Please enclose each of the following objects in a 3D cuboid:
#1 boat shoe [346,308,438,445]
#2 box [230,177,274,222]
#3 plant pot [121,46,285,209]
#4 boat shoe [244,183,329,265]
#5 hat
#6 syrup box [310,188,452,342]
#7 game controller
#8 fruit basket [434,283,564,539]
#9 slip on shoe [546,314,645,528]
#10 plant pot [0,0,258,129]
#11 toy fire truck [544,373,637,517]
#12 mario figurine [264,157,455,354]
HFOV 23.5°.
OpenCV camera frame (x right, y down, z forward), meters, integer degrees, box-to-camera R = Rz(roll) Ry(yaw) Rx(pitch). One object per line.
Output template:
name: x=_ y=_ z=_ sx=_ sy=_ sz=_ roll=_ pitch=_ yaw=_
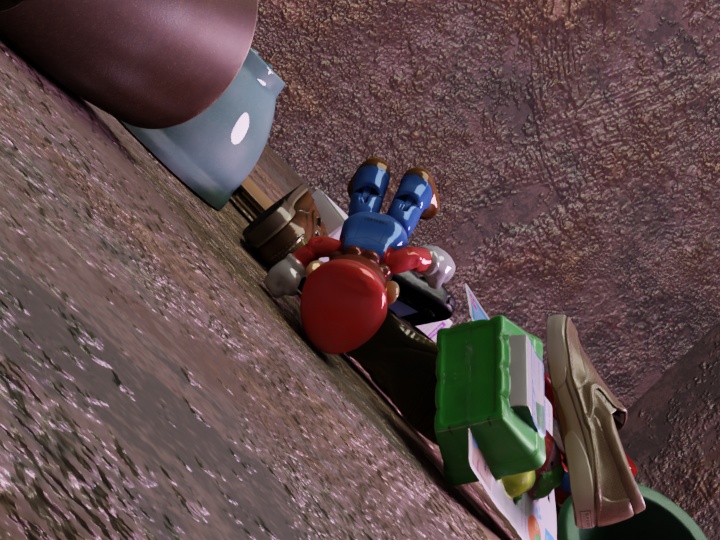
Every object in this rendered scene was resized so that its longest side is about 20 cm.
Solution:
boat shoe: x=0.042 y=0.083 z=1.555 sx=0.201 sy=0.072 sz=0.066 roll=41 pitch=8 yaw=2
box: x=-0.117 y=-0.075 z=1.934 sx=0.164 sy=0.021 sz=0.200 roll=46 pitch=3 yaw=10
plant pot: x=-0.157 y=-0.176 z=1.662 sx=0.200 sy=0.134 sz=0.200 roll=46 pitch=4 yaw=-4
boat shoe: x=-0.068 y=-0.032 z=1.677 sx=0.068 sy=0.072 sz=0.200 roll=49 pitch=12 yaw=-6
hat: x=0.226 y=0.307 z=1.621 sx=0.200 sy=0.176 sz=0.166 roll=-20 pitch=62 yaw=-45
syrup box: x=0.001 y=0.013 z=1.818 sx=0.200 sy=0.081 sz=0.079 roll=44 pitch=5 yaw=-37
game controller: x=0.011 y=0.022 z=1.604 sx=0.104 sy=0.042 sz=0.200 roll=21 pitch=-14 yaw=-19
fruit basket: x=0.134 y=0.135 z=1.463 sx=0.200 sy=0.094 sz=0.186 roll=48 pitch=34 yaw=-40
slip on shoe: x=0.200 y=0.126 z=1.499 sx=0.076 sy=0.060 sz=0.200 roll=73 pitch=9 yaw=-52
plant pot: x=-0.213 y=-0.222 z=1.370 sx=0.187 sy=0.187 sz=0.200 roll=47 pitch=18 yaw=28
toy fire truck: x=0.191 y=0.195 z=1.775 sx=0.200 sy=0.112 sz=0.168 roll=46 pitch=9 yaw=14
mario figurine: x=0.000 y=0.000 z=1.471 sx=0.106 sy=0.123 sz=0.200 roll=54 pitch=40 yaw=-27
